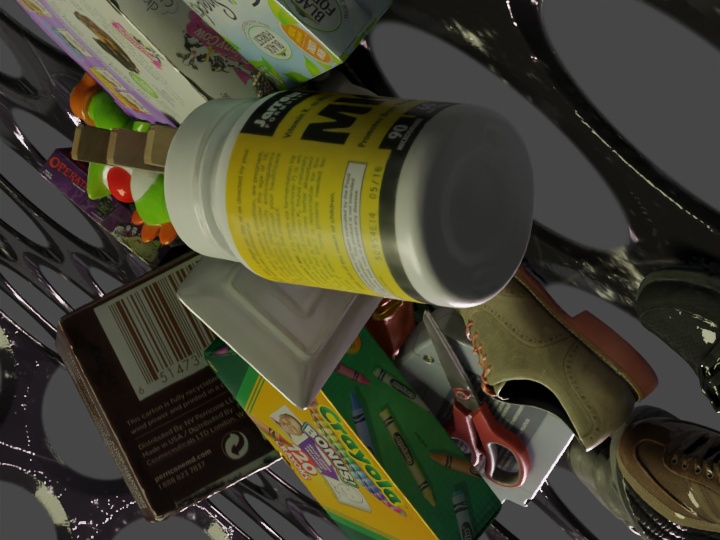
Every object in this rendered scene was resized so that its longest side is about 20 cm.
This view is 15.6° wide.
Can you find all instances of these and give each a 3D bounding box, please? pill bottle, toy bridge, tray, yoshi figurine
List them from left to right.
[{"bbox_3d":[-0.137,-0.080,1.782,0.067,0.027,0.200,10,180,-22],"label":"toy bridge"},{"bbox_3d":[-0.132,-0.094,1.910,0.200,0.112,0.113,-133,43,-53],"label":"yoshi figurine"},{"bbox_3d":[-0.026,-0.015,1.630,0.107,0.200,0.022,42,138,-8],"label":"tray"},{"bbox_3d":[-0.010,-0.045,1.504,0.199,0.115,0.114,8,149,39],"label":"pill bottle"}]

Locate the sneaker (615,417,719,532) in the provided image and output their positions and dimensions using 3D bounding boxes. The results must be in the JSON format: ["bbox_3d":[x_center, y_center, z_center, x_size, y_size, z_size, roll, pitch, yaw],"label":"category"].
[{"bbox_3d":[0.242,0.127,1.609,0.199,0.070,0.076,28,144,33],"label":"sneaker"}]

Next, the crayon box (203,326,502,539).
[{"bbox_3d":[-0.005,0.111,1.817,0.200,0.058,0.119,52,152,-17],"label":"crayon box"}]

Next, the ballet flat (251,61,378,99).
[{"bbox_3d":[0.014,-0.063,1.603,0.200,0.068,0.075,49,153,-22],"label":"ballet flat"}]

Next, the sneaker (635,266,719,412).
[{"bbox_3d":[0.218,0.070,1.403,0.200,0.082,0.073,36,168,27],"label":"sneaker"}]

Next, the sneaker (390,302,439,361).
[{"bbox_3d":[0.040,0.062,1.947,0.085,0.078,0.200,44,160,14],"label":"sneaker"}]

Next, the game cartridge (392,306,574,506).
[{"bbox_3d":[0.082,0.092,1.813,0.133,0.042,0.200,28,151,2],"label":"game cartridge"}]

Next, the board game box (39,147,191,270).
[{"bbox_3d":[-0.166,-0.052,2.056,0.120,0.032,0.200,36,-168,9],"label":"board game box"}]

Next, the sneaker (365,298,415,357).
[{"bbox_3d":[0.000,0.000,1.771,0.077,0.073,0.200,42,164,39],"label":"sneaker"}]

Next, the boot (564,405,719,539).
[{"bbox_3d":[0.183,0.139,1.789,0.132,0.070,0.200,36,163,43],"label":"boot"}]

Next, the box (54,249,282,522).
[{"bbox_3d":[-0.121,0.081,1.973,0.165,0.165,0.200,62,172,2],"label":"box"}]

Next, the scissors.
[{"bbox_3d":[0.078,0.088,1.764,0.073,0.014,0.200,18,149,16],"label":"scissors"}]

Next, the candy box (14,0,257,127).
[{"bbox_3d":[-0.144,-0.170,1.671,0.168,0.072,0.200,46,167,-23],"label":"candy box"}]

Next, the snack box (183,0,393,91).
[{"bbox_3d":[-0.086,-0.191,1.469,0.200,0.053,0.142,42,169,-10],"label":"snack box"}]

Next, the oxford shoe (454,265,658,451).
[{"bbox_3d":[0.092,0.039,1.682,0.200,0.075,0.071,34,167,28],"label":"oxford shoe"}]
